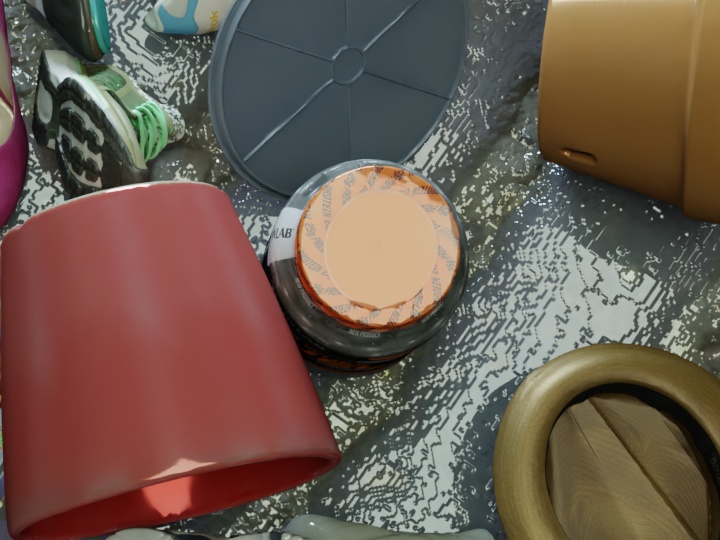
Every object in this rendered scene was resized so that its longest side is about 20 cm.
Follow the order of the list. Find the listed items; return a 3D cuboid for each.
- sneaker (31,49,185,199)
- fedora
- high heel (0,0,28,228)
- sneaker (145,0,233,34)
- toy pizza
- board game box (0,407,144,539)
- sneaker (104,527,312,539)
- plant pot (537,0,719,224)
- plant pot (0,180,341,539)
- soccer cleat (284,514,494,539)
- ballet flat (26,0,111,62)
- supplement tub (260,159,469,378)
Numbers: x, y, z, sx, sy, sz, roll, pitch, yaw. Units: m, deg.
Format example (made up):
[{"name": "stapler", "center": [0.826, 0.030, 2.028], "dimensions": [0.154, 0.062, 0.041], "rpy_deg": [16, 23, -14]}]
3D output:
[{"name": "sneaker", "center": [-0.150, -0.095, 1.246], "dimensions": [0.088, 0.200, 0.077], "rpy_deg": [-2, 115, -21]}, {"name": "fedora", "center": [0.173, 0.148, 1.284], "dimensions": [0.200, 0.082, 0.201], "rpy_deg": [3, 73, -9]}, {"name": "high heel", "center": [-0.252, -0.128, 1.274], "dimensions": [0.067, 0.096, 0.200], "rpy_deg": [0, 81, -7]}, {"name": "sneaker", "center": [-0.129, -0.256, 1.312], "dimensions": [0.081, 0.077, 0.200], "rpy_deg": [-15, 84, -24]}, {"name": "toy pizza", "center": [-0.016, -0.140, 1.285], "dimensions": [0.200, 0.032, 0.200], "rpy_deg": [-18, 125, -27]}, {"name": "board game box", "center": [-0.236, 0.117, 1.260], "dimensions": [0.200, 0.057, 0.165], "rpy_deg": [28, 81, -2]}, {"name": "sneaker", "center": [-0.054, 0.207, 1.223], "dimensions": [0.199, 0.130, 0.080], "rpy_deg": [0, 78, 20]}, {"name": "plant pot", "center": [0.194, -0.135, 1.289], "dimensions": [0.140, 0.200, 0.200], "rpy_deg": [7, 80, 10]}, {"name": "plant pot", "center": [-0.128, 0.053, 1.165], "dimensions": [0.200, 0.200, 0.178], "rpy_deg": [-13, 78, -8]}, {"name": "soccer cleat", "center": [0.046, 0.195, 1.279], "dimensions": [0.200, 0.069, 0.078], "rpy_deg": [26, 74, -9]}, {"name": "ballet flat", "center": [-0.201, -0.218, 1.298], "dimensions": [0.068, 0.068, 0.200], "rpy_deg": [-7, 59, 3]}, {"name": "supplement tub", "center": [0.000, 0.000, 1.231], "dimensions": [0.122, 0.200, 0.123], "rpy_deg": [1, 81, -6]}]
